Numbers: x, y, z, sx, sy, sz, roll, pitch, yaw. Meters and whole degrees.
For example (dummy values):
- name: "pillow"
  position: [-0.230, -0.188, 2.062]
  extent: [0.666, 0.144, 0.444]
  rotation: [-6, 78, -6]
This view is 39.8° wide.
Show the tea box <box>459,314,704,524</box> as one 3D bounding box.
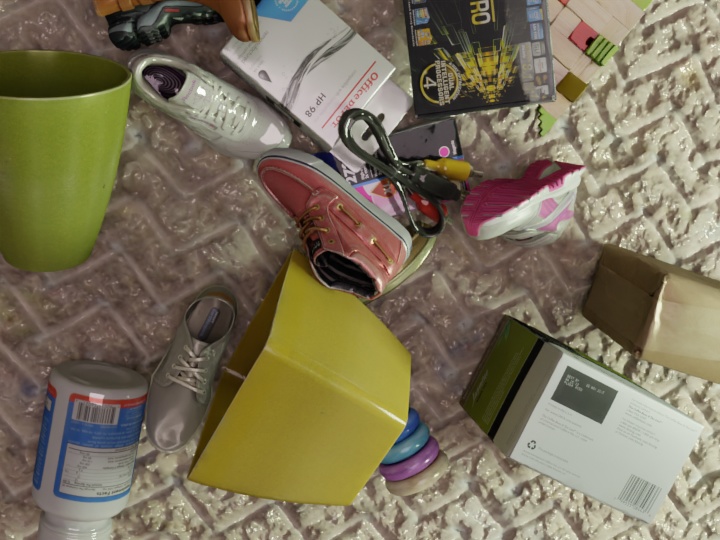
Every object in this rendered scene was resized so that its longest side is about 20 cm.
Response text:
- name: "tea box"
  position: [0.252, 0.169, 1.176]
  extent: [0.198, 0.197, 0.135]
  rotation: [27, 95, -13]

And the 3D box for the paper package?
- name: "paper package"
  position: [0.390, 0.056, 1.181]
  extent: [0.198, 0.191, 0.105]
  rotation: [17, 100, -12]

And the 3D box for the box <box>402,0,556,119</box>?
- name: "box"
  position: [0.129, -0.278, 1.106]
  extent: [0.159, 0.049, 0.203]
  rotation: [-4, 96, 14]

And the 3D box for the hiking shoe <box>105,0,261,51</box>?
- name: "hiking shoe"
  position: [-0.185, -0.308, 1.071]
  extent: [0.198, 0.074, 0.088]
  rotation: [-21, 92, -13]

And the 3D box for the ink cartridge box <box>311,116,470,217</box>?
- name: "ink cartridge box"
  position: [0.026, -0.109, 1.167]
  extent: [0.198, 0.037, 0.096]
  rotation: [-16, 103, -5]

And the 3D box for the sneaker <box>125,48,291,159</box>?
- name: "sneaker"
  position: [-0.166, -0.175, 1.086]
  extent: [0.198, 0.100, 0.076]
  rotation: [25, 94, -15]

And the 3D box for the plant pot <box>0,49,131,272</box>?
- name: "plant pot"
  position: [-0.332, -0.109, 1.045]
  extent: [0.184, 0.188, 0.202]
  rotation: [0, 116, -10]

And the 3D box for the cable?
- name: "cable"
  position: [0.045, -0.107, 1.114]
  extent: [0.199, 0.050, 0.098]
  rotation: [26, 102, -25]

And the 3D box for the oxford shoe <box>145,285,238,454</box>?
- name: "oxford shoe"
  position: [-0.194, 0.111, 1.137]
  extent: [0.074, 0.058, 0.202]
  rotation: [23, 83, -7]

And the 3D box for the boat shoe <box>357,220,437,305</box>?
- name: "boat shoe"
  position: [-0.001, 0.000, 1.165]
  extent: [0.200, 0.073, 0.063]
  rotation: [-35, 109, 6]

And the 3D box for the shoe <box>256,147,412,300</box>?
- name: "shoe"
  position: [-0.042, -0.051, 1.084]
  extent: [0.199, 0.091, 0.072]
  rotation: [35, 135, 0]

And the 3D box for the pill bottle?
- name: "pill bottle"
  position: [-0.311, 0.213, 1.130]
  extent: [0.111, 0.112, 0.203]
  rotation: [11, 99, -12]

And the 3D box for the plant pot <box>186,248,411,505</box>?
- name: "plant pot"
  position: [-0.053, 0.136, 1.081]
  extent: [0.175, 0.201, 0.201]
  rotation: [28, 117, -10]

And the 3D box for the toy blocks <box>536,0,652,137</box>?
- name: "toy blocks"
  position: [0.222, -0.277, 1.145]
  extent: [0.136, 0.100, 0.201]
  rotation: [39, 102, -2]

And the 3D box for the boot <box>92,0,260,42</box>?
- name: "boot"
  position: [-0.195, -0.288, 1.005]
  extent: [0.153, 0.074, 0.202]
  rotation: [-24, 70, -6]

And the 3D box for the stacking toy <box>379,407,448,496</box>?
- name: "stacking toy"
  position: [0.029, 0.166, 1.201]
  extent: [0.085, 0.085, 0.202]
  rotation: [-27, 100, -4]

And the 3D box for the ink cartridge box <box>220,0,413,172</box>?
- name: "ink cartridge box"
  position: [-0.043, -0.214, 1.098]
  extent: [0.199, 0.067, 0.116]
  rotation: [39, 87, -6]

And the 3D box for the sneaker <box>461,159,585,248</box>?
- name: "sneaker"
  position: [0.193, -0.063, 1.150]
  extent: [0.199, 0.081, 0.089]
  rotation: [-22, 117, -38]
